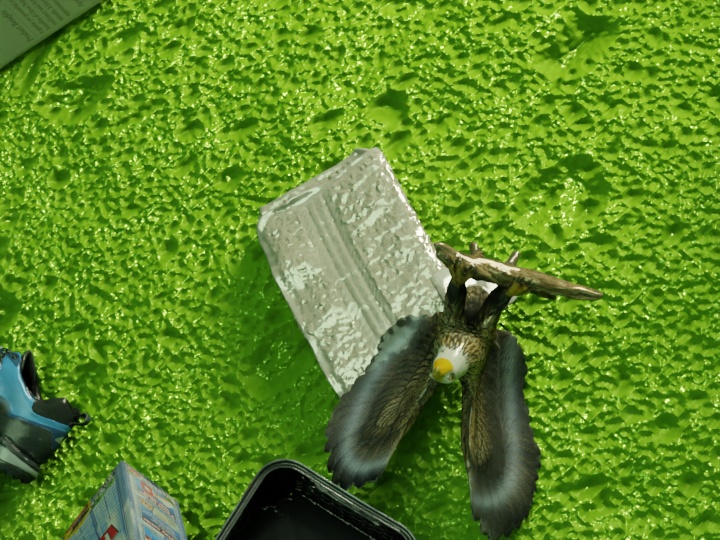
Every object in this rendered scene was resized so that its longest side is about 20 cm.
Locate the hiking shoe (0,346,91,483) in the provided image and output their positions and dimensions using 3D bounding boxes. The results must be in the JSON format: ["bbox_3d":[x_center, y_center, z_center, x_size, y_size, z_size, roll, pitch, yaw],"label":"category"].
[{"bbox_3d":[-0.325,0.094,1.249,0.087,0.074,0.200,-44,73,-11],"label":"hiking shoe"}]

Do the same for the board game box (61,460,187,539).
[{"bbox_3d":[-0.186,0.246,1.012,0.062,0.200,0.200,40,78,-17],"label":"board game box"}]

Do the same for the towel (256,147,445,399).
[{"bbox_3d":[0.000,0.000,1.198,0.132,0.034,0.200,-31,64,4],"label":"towel"}]

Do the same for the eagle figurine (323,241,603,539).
[{"bbox_3d":[0.070,0.082,1.086,0.152,0.151,0.200,29,109,46],"label":"eagle figurine"}]

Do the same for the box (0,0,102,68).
[{"bbox_3d":[-0.369,-0.335,1.352,0.171,0.199,0.200,-33,62,3],"label":"box"}]

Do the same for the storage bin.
[{"bbox_3d":[-0.059,0.257,1.051,0.135,0.094,0.200,30,69,8],"label":"storage bin"}]
